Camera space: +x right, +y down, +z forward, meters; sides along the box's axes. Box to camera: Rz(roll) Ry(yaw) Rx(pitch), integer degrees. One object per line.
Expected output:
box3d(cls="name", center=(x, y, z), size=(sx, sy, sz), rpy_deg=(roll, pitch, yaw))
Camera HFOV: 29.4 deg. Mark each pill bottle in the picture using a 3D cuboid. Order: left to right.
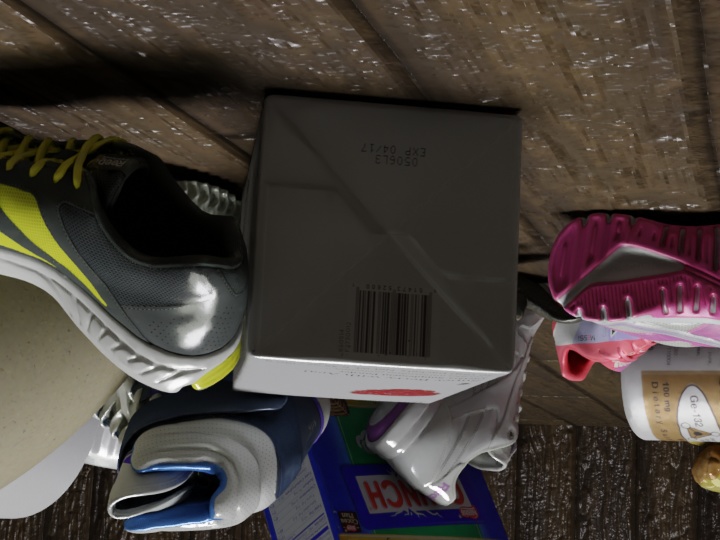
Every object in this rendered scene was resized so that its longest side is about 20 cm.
box3d(cls="pill bottle", center=(0.318, 0.081, 1.098), size=(0.199, 0.115, 0.114), rpy_deg=(-3, 169, 27))

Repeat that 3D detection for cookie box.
box3d(cls="cookie box", center=(0.005, 0.146, 1.049), size=(0.171, 0.201, 0.075), rpy_deg=(11, 136, -39))

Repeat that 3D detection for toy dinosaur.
box3d(cls="toy dinosaur", center=(0.071, 0.016, 0.972), size=(0.199, 0.077, 0.102), rpy_deg=(-15, -177, 10))

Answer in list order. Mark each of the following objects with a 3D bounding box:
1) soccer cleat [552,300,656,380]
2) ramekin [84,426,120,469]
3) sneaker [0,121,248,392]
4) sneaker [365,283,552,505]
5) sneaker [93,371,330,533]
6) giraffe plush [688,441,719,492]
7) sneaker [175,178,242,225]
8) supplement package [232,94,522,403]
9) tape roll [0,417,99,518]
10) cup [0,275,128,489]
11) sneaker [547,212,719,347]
box3d(cls="soccer cleat", center=(0.196, 0.034, 0.974), size=(0.066, 0.077, 0.200), rpy_deg=(6, 170, -20))
box3d(cls="ramekin", center=(-0.208, 0.093, 1.161), size=(0.199, 0.106, 0.200), rpy_deg=(15, -172, -2))
box3d(cls="sneaker", center=(-0.126, -0.034, 0.598), size=(0.199, 0.075, 0.085), rpy_deg=(32, 133, 4))
box3d(cls="sneaker", center=(0.090, 0.091, 1.037), size=(0.100, 0.200, 0.075), rpy_deg=(48, 153, -6))
box3d(cls="sneaker", center=(-0.129, 0.087, 0.812), size=(0.199, 0.081, 0.146), rpy_deg=(16, -152, 19))
box3d(cls="giraffe plush", center=(0.480, 0.184, 1.590), size=(0.172, 0.200, 0.162), rpy_deg=(-26, 154, -21))
box3d(cls="sneaker", center=(-0.106, -0.008, 0.838), size=(0.099, 0.070, 0.200), rpy_deg=(7, 170, 25))
box3d(cls="supplement package", center=(0.000, 0.000, 0.695), size=(0.121, 0.120, 0.200), rpy_deg=(4, 170, -6))
box3d(cls="tape roll", center=(-0.304, 0.081, 1.016), size=(0.202, 0.204, 0.139), rpy_deg=(-5, 168, 39))
box3d(cls="cup", center=(-0.202, 0.021, 0.765), size=(0.143, 0.201, 0.200), rpy_deg=(-19, 178, -20))
box3d(cls="sneaker", center=(0.217, 0.007, 0.831), size=(0.199, 0.082, 0.088), rpy_deg=(9, 173, 15))
